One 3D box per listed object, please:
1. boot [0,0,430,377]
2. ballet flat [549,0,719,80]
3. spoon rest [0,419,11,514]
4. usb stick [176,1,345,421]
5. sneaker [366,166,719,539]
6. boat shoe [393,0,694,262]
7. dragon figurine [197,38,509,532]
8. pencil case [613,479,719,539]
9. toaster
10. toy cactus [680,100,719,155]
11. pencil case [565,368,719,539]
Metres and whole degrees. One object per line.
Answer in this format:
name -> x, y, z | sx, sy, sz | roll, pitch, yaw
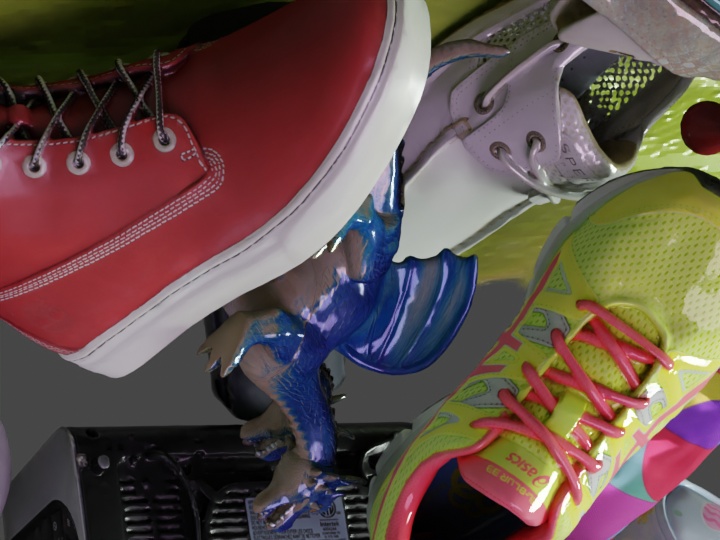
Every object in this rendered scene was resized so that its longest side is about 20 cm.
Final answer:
boot -> -0.084, -0.048, 0.763 | 0.144, 0.073, 0.200 | 28, 132, -31
ballet flat -> 0.067, -0.111, 0.786 | 0.199, 0.068, 0.062 | 35, 126, -19
spoon rest -> -0.192, 0.125, 0.912 | 0.099, 0.061, 0.202 | 10, 105, -20
usb stick -> -0.034, -0.016, 0.885 | 0.055, 0.033, 0.201 | -13, 139, -9
sneaker -> 0.071, 0.052, 0.848 | 0.078, 0.090, 0.200 | 35, 113, -3
boat shoe -> 0.070, -0.058, 0.867 | 0.071, 0.070, 0.200 | 23, 121, -43
dragon figurine -> 0.000, 0.000, 0.847 | 0.099, 0.059, 0.201 | 20, 111, -46
pencil case -> 0.115, 0.191, 1.158 | 0.083, 0.091, 0.200 | 15, 125, -40
toaster -> -0.039, 0.154, 0.941 | 0.199, 0.182, 0.119 | 1, 160, -31
toy cactus -> 0.217, -0.014, 0.823 | 0.199, 0.165, 0.103 | 33, 76, -12
pencil case -> 0.106, 0.064, 1.016 | 0.088, 0.089, 0.200 | 14, 128, -39
